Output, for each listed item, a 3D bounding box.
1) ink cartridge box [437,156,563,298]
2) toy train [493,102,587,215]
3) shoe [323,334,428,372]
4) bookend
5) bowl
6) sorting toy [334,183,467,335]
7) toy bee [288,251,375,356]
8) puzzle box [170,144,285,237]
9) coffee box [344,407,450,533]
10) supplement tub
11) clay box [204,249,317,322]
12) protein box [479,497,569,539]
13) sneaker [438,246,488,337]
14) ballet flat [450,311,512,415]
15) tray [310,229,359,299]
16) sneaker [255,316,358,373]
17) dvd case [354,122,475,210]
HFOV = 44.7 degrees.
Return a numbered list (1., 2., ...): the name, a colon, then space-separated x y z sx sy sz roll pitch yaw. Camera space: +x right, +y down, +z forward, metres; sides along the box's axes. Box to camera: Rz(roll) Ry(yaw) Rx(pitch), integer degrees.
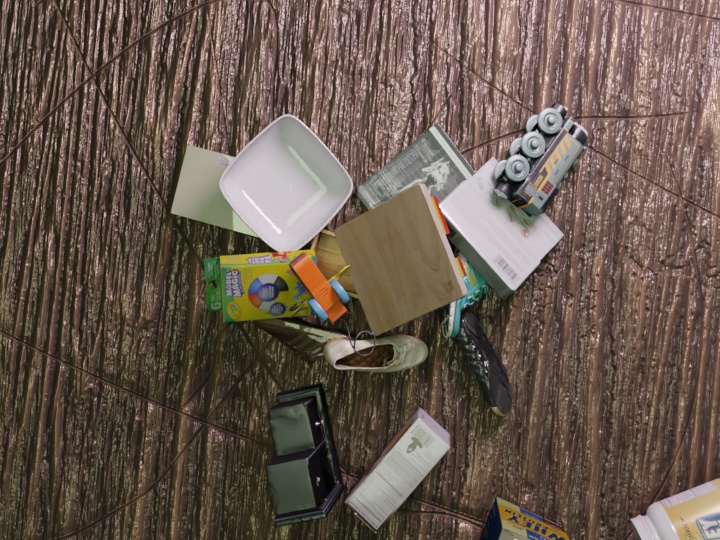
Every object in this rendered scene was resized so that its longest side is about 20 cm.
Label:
1. ink cartridge box: 0.244 -0.080 1.565 0.200 0.044 0.173 48 57 2
2. toy train: 0.320 -0.196 1.553 0.113 0.085 0.201 37 81 -8
3. shoe: 0.033 0.155 1.570 0.196 0.053 0.071 0 105 -16
4. bookend: -0.106 0.317 1.538 0.091 0.199 0.204 -13 87 8
5. bowl: -0.137 -0.152 1.588 0.200 0.075 0.200 -45 100 -6
6. sorting toy: 0.078 -0.018 1.518 0.197 0.069 0.203 -26 82 33
7. toy bee: -0.065 0.057 1.531 0.129 0.109 0.203 -18 100 -13
8. puzzle box: -0.247 -0.146 1.646 0.197 0.025 0.135 16 91 6
9. coffee box: 0.068 0.353 1.563 0.080 0.114 0.201 41 95 5
10. supplement tub: 0.576 0.448 1.489 0.197 0.145 0.147 -23 87 5
11. clay box: -0.176 0.029 1.561 0.196 0.048 0.117 -5 121 -11
12. protein box: 0.261 0.529 1.495 0.133 0.199 0.203 22 92 6
13. sneaker: 0.191 0.026 1.555 0.079 0.078 0.203 21 71 -5
14. ballet flat: 0.218 0.168 1.586 0.057 0.066 0.203 -29 84 44
15. tray: 0.000 0.000 1.613 0.197 0.037 0.100 19 92 7
16. sneaker: -0.104 0.133 1.606 0.197 0.070 0.077 14 95 7
17. dvd case: 0.108 -0.151 1.612 0.199 0.016 0.149 -38 85 5
